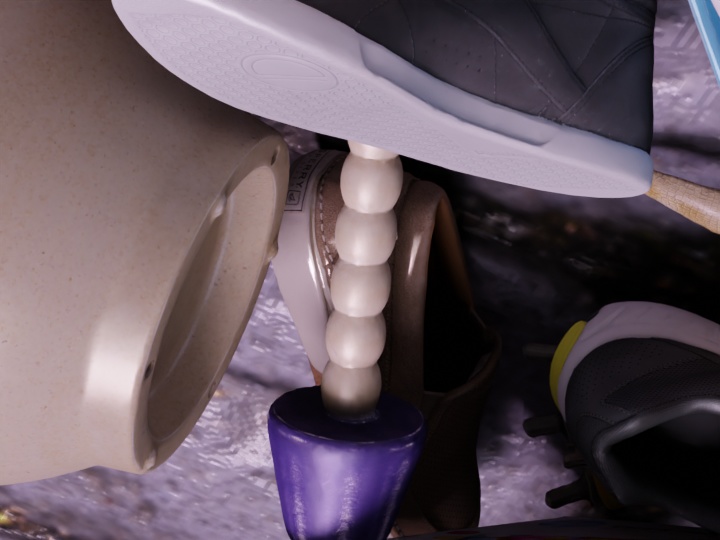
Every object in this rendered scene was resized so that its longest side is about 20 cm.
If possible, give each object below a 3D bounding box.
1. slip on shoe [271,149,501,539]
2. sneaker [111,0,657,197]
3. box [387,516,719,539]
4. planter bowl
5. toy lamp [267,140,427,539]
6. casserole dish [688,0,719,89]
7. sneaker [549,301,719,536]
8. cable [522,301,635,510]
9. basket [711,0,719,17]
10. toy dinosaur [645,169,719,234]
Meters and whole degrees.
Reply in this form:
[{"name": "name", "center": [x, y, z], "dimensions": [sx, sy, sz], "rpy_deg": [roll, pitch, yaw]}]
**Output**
[{"name": "slip on shoe", "center": [0.023, 0.039, 1.000], "dimensions": [0.060, 0.076, 0.201], "rpy_deg": [4, 131, 25]}, {"name": "sneaker", "center": [0.014, -0.092, 0.810], "dimensions": [0.199, 0.100, 0.071], "rpy_deg": [16, 168, -35]}, {"name": "box", "center": [0.067, 0.119, 0.954], "dimensions": [0.199, 0.041, 0.156], "rpy_deg": [1, 179, -44]}, {"name": "planter bowl", "center": [-0.105, -0.012, 0.868], "dimensions": [0.134, 0.201, 0.201], "rpy_deg": [23, 141, 11]}, {"name": "toy lamp", "center": [0.000, 0.000, 0.902], "dimensions": [0.058, 0.058, 0.201], "rpy_deg": [8, 109, 11]}, {"name": "casserole dish", "center": [0.165, -0.064, 0.802], "dimensions": [0.121, 0.039, 0.201], "rpy_deg": [-7, 109, 49]}, {"name": "sneaker", "center": [0.163, 0.071, 0.938], "dimensions": [0.199, 0.085, 0.075], "rpy_deg": [10, 115, 1]}, {"name": "cable", "center": [0.157, 0.044, 1.000], "dimensions": [0.199, 0.050, 0.098], "rpy_deg": [-7, 119, 9]}, {"name": "basket", "center": [0.130, -0.147, 0.613], "dimensions": [0.135, 0.124, 0.200], "rpy_deg": [-13, 137, 23]}, {"name": "toy dinosaur", "center": [0.171, -0.009, 0.904], "dimensions": [0.199, 0.058, 0.101], "rpy_deg": [22, 141, -5]}]
